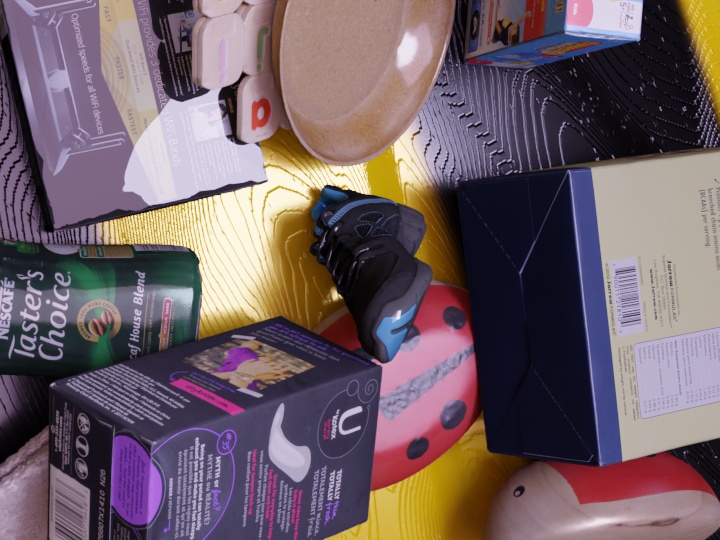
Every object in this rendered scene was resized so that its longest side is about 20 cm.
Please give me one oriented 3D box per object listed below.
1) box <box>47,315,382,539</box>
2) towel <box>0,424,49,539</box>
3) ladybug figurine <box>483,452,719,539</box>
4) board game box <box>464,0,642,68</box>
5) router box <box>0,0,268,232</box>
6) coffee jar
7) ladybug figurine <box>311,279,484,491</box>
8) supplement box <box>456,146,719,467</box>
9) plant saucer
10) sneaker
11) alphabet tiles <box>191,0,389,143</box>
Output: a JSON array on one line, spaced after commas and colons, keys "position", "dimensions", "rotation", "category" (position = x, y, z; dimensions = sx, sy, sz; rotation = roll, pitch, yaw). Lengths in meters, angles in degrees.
[{"position": [-0.093, 0.120, 1.061], "dimensions": [0.199, 0.106, 0.123], "rotation": [-14, 118, -44], "category": "box"}, {"position": [-0.196, 0.161, 1.108], "dimensions": [0.200, 0.034, 0.133], "rotation": [-39, 135, -5], "category": "towel"}, {"position": [0.179, 0.175, 1.209], "dimensions": [0.199, 0.136, 0.072], "rotation": [0, 70, -29], "category": "ladybug figurine"}, {"position": [0.138, -0.252, 1.154], "dimensions": [0.055, 0.196, 0.202], "rotation": [4, 91, -17], "category": "board game box"}, {"position": [-0.164, -0.140, 1.140], "dimensions": [0.156, 0.052, 0.202], "rotation": [-13, 95, -17], "category": "router box"}, {"position": [-0.212, 0.028, 1.112], "dimensions": [0.198, 0.085, 0.105], "rotation": [4, 100, -16], "category": "coffee jar"}, {"position": [0.025, 0.084, 1.193], "dimensions": [0.200, 0.072, 0.136], "rotation": [-38, 101, -13], "category": "ladybug figurine"}, {"position": [0.196, 0.020, 1.165], "dimensions": [0.199, 0.134, 0.202], "rotation": [-8, 94, -31], "category": "supplement box"}, {"position": [-0.004, -0.175, 1.151], "dimensions": [0.200, 0.035, 0.202], "rotation": [-32, 132, -43], "category": "plant saucer"}, {"position": [0.000, 0.000, 1.129], "dimensions": [0.081, 0.200, 0.074], "rotation": [25, 108, -11], "category": "sneaker"}, {"position": [-0.044, -0.194, 1.129], "dimensions": [0.200, 0.015, 0.197], "rotation": [-27, 128, -46], "category": "alphabet tiles"}]
